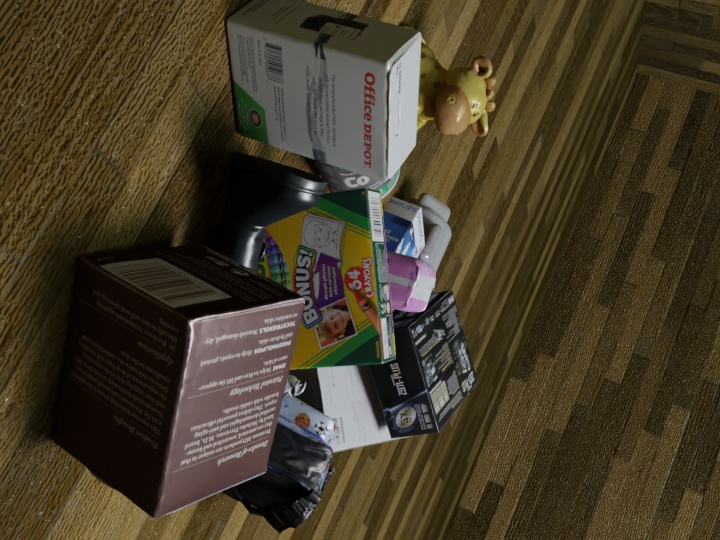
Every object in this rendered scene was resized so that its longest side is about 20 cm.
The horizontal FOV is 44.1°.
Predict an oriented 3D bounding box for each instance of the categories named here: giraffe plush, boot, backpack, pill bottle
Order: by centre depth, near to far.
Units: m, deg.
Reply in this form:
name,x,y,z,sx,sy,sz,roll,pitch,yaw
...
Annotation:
name,x,y,z,sx,sy,sz,roll,pitch,yaw
boot,-0.113,-0.036,0.973,0.075,0.199,0.171,14,94,-29
pill bottle,-0.018,-0.177,1.159,0.115,0.111,0.200,-64,158,-15
backpack,-0.124,0.254,1.206,0.155,0.198,0.192,-52,166,-35
giraffe plush,0.120,-0.262,1.357,0.203,0.160,0.173,-65,158,-12

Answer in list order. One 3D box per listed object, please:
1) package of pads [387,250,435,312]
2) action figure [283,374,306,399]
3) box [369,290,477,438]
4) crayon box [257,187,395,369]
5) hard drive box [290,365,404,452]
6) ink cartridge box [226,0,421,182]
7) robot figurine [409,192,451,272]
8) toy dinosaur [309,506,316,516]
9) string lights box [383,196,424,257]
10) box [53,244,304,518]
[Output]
name,x,y,z,sx,sy,sz,roll,pitch,yaw
package of pads,0.000,0.000,1.242,0.120,0.197,0.077,25,82,-72
action figure,-0.155,0.175,1.063,0.197,0.070,0.131,-23,158,-9
box,0.097,0.142,1.391,0.200,0.085,0.167,-33,108,-61
crayon box,-0.053,0.014,1.067,0.058,0.169,0.204,-2,86,-70
hard drive box,-0.016,0.193,1.373,0.198,0.076,0.159,2,77,-48
ink cartridge box,-0.037,-0.200,0.966,0.083,0.197,0.148,-50,152,-41
robot figurine,0.087,-0.033,1.543,0.202,0.112,0.169,-64,-167,-19
toy dinosaur,-0.099,0.327,1.448,0.201,0.100,0.137,60,33,-38
string lights box,0.030,-0.004,1.387,0.202,0.058,0.103,-58,156,-27
box,-0.182,0.099,0.887,0.163,0.164,0.204,-10,119,-54
